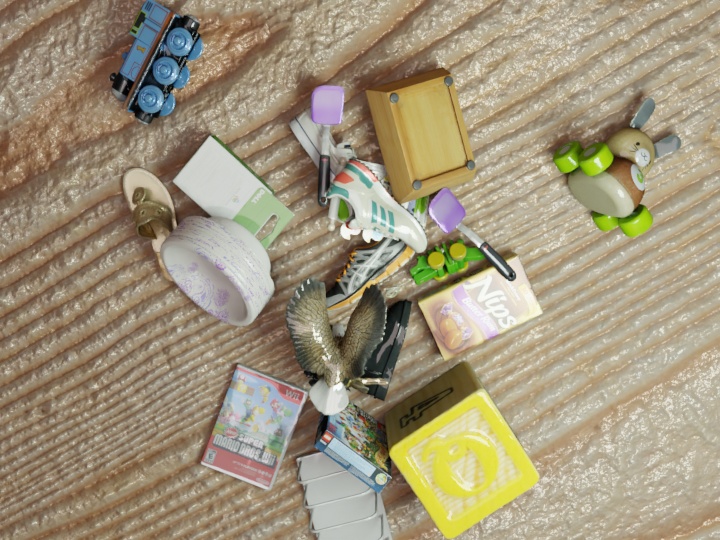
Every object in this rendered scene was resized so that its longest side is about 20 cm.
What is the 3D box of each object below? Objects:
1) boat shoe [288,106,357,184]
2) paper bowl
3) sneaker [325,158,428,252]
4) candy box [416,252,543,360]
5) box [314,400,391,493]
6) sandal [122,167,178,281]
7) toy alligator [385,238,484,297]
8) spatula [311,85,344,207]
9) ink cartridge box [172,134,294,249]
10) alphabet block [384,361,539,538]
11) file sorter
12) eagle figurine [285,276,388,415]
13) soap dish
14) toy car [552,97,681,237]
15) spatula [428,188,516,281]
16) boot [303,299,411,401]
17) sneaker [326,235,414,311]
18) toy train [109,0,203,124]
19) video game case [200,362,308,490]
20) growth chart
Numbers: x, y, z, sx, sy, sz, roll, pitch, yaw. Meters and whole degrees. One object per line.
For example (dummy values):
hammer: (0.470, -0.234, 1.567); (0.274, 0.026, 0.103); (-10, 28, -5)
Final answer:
boat shoe: (-0.041, -0.195, 1.501); (0.069, 0.071, 0.201); (-35, 91, 7)
paper bowl: (-0.233, -0.010, 1.468); (0.200, 0.200, 0.105); (42, 62, -6)
sneaker: (0.023, -0.087, 1.445); (0.093, 0.070, 0.200); (-46, 105, -10)
candy box: (0.212, 0.063, 1.547); (0.198, 0.056, 0.118); (-26, 97, 1)
box: (-0.010, 0.291, 1.502); (0.136, 0.200, 0.038); (36, 100, -6)
sandal: (-0.358, -0.080, 1.509); (0.077, 0.070, 0.215); (-21, 98, 2)
toy alligator: (0.127, -0.013, 1.537); (0.197, 0.060, 0.055); (-22, 58, 2)
spatula: (-0.059, -0.209, 1.459); (0.055, 0.021, 0.204); (3, 88, -2)
ink cartridge box: (-0.218, -0.130, 1.509); (0.200, 0.059, 0.104); (42, 96, -6)
alphabet block: (0.169, 0.306, 1.507); (0.195, 0.200, 0.197); (-35, 98, 4)
file sorter: (-0.029, 0.435, 1.561); (0.136, 0.125, 0.203); (-14, 99, 2)
eagle figurine: (-0.038, 0.121, 1.444); (0.150, 0.151, 0.202); (-24, 135, -24)
soap dish: (0.108, -0.230, 1.468); (0.155, 0.081, 0.203); (-19, 99, -19)
toy car: (0.462, -0.189, 1.477); (0.200, 0.158, 0.165); (-43, 109, -7)
spatula: (0.196, -0.054, 1.491); (0.200, 0.021, 0.057); (45, 81, -2)
boot: (-0.007, 0.128, 1.548); (0.160, 0.073, 0.201); (18, 96, 3)
sneaker: (0.000, 0.000, 1.528); (0.199, 0.078, 0.078); (-38, 95, -5)
toy train: (-0.349, -0.353, 1.467); (0.113, 0.087, 0.202); (31, 99, 4)
video game case: (-0.195, 0.289, 1.591); (0.141, 0.017, 0.203); (21, 97, -3)
growth chart: (0.036, -0.121, 1.492); (0.197, 0.018, 0.148); (4, 87, -24)
